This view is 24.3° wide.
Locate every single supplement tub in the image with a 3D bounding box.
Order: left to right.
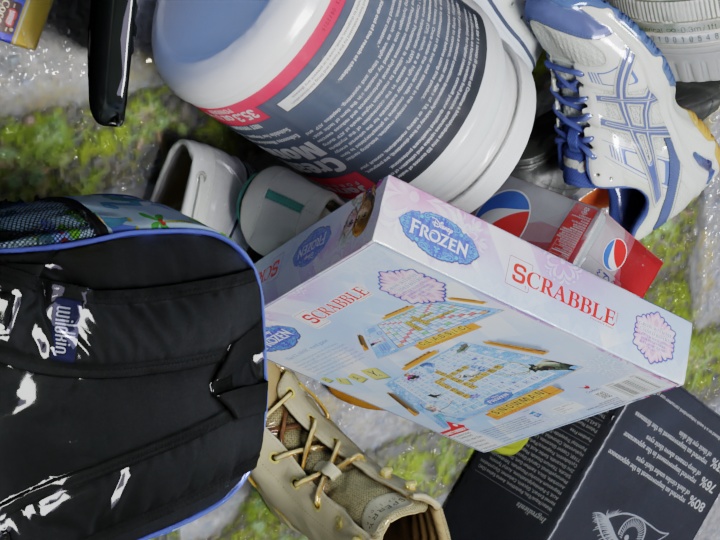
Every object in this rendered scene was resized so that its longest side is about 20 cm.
[{"bbox_3d":[-0.007,-0.121,0.957,0.200,0.140,0.141,30,88,-39],"label":"supplement tub"}]

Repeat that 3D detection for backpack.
[{"bbox_3d":[-0.154,0.048,0.846,0.199,0.147,0.184,-12,111,-41],"label":"backpack"}]

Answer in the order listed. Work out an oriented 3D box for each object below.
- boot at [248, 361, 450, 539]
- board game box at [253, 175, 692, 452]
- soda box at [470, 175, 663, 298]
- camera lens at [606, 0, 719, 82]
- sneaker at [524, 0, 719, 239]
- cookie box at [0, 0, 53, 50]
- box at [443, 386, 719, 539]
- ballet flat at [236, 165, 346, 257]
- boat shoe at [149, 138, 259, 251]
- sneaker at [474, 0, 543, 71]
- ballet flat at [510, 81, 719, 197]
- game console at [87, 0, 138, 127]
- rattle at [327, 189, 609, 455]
[{"bbox_3d":[-0.029,0.114,1.018,0.073,0.155,0.201,-40,126,-17],"label":"boot"},{"bbox_3d":[0.046,0.033,0.940,0.199,0.200,0.041,25,63,-22],"label":"board game box"},{"bbox_3d":[0.086,-0.020,1.024,0.070,0.200,0.064,35,85,-38],"label":"soda box"},{"bbox_3d":[0.218,-0.243,1.066,0.160,0.160,0.201,-32,123,-23],"label":"camera lens"},{"bbox_3d":[0.156,-0.096,1.059,0.088,0.075,0.200,-47,123,-5],"label":"sneaker"},{"bbox_3d":[-0.225,-0.218,0.792,0.199,0.075,0.172,17,97,-33],"label":"cookie box"},{"bbox_3d":[0.164,0.162,1.211,0.148,0.104,0.201,35,85,-39],"label":"box"},{"bbox_3d":[0.000,0.000,1.008,0.070,0.069,0.200,-57,142,-5],"label":"ballet flat"},{"bbox_3d":[-0.129,0.017,0.961,0.086,0.074,0.203,28,86,-40],"label":"boat shoe"},{"bbox_3d":[0.060,-0.195,1.034,0.071,0.073,0.200,-58,139,-16],"label":"sneaker"},{"bbox_3d":[0.173,-0.096,1.156,0.199,0.066,0.057,-25,133,-20],"label":"ballet flat"},{"bbox_3d":[-0.073,-0.171,0.835,0.116,0.200,0.177,5,106,-10],"label":"game console"},{"bbox_3d":[0.083,0.014,1.135,0.130,0.142,0.201,30,78,-76],"label":"rattle"}]
